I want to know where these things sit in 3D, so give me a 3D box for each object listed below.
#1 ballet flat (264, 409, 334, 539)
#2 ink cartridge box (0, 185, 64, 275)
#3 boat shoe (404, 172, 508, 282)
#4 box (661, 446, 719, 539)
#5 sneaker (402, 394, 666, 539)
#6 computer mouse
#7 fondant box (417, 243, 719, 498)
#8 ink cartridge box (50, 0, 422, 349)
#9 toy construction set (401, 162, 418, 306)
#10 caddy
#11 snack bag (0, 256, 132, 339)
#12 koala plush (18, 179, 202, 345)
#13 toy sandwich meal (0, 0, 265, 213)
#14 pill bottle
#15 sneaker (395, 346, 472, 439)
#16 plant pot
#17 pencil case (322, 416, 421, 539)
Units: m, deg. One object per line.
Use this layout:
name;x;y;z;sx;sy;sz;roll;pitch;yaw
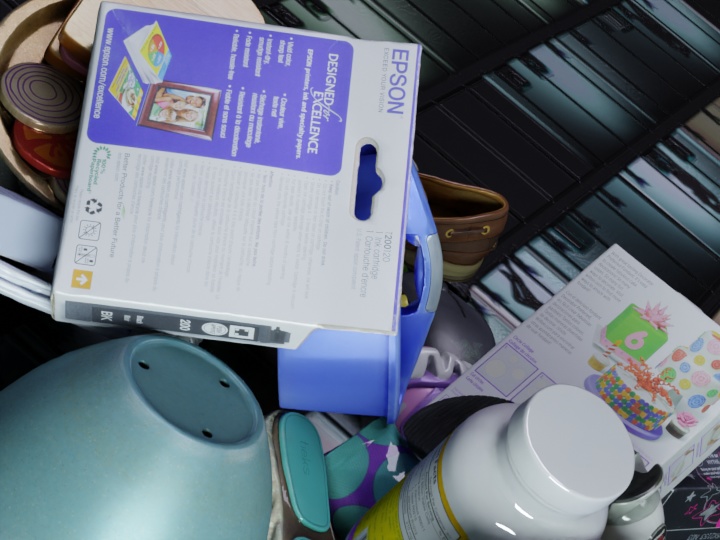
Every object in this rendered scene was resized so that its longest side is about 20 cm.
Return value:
ballet flat;-0.045;0.176;1.360;0.067;0.062;0.200;34;33;-35
ink cartridge box;-0.234;-0.037;1.339;0.119;0.042;0.200;23;1;41
boat shoe;0.014;-0.049;1.517;0.200;0.068;0.072;13;43;-32
box;0.211;0.163;1.606;0.200;0.132;0.115;4;37;-48
sneaker;0.105;0.142;1.384;0.074;0.089;0.200;-32;36;-31
computer mouse;0.057;0.035;1.717;0.138;0.053;0.200;22;30;-29
fondant box;0.154;0.095;1.485;0.200;0.058;0.144;-40;61;-17
ink cartridge box;-0.070;-0.054;1.307;0.200;0.043;0.198;7;65;-2
toy construction set;-0.005;-0.008;1.616;0.092;0.131;0.200;-1;41;5
caddy;0.000;0.000;1.405;0.105;0.200;0.141;1;21;0
snack bag;-0.239;-0.008;1.365;0.200;0.021;0.189;23;-1;-13
koala plush;-0.130;-0.044;1.542;0.177;0.184;0.200;-33;91;-50
toy sandwich meal;-0.140;-0.116;1.383;0.205;0.070;0.205;12;57;-19
pill bottle;0.075;0.145;1.283;0.104;0.200;0.104;17;51;-23
sneaker;0.093;0.116;1.600;0.200;0.080;0.089;11;61;-30
plant pot;-0.129;0.115;1.274;0.200;0.135;0.200;28;27;-16
pencil case;0.053;0.183;1.436;0.200;0.085;0.092;44;-1;13
